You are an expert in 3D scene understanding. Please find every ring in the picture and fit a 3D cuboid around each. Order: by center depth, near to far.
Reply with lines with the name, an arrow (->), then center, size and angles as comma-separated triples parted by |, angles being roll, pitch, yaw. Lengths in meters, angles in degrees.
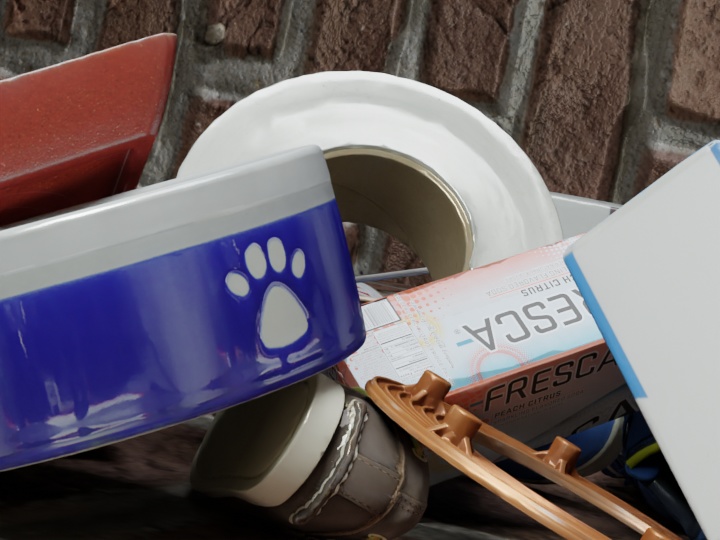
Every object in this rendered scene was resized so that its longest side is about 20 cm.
ring -> 0.091, 0.088, 0.709 | 0.200, 0.019, 0.200 | 31, 2, -1

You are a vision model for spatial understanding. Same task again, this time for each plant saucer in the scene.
plant saucer -> -0.181, -0.016, 0.826 | 0.200, 0.037, 0.200 | -21, -16, -26

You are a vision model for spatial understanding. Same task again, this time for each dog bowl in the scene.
dog bowl -> -0.101, 0.014, 0.708 | 0.199, 0.079, 0.200 | -15, 5, 1

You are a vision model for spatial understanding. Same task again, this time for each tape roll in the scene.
tape roll -> 0.000, 0.000, 0.940 | 0.202, 0.203, 0.071 | 11, -32, -4

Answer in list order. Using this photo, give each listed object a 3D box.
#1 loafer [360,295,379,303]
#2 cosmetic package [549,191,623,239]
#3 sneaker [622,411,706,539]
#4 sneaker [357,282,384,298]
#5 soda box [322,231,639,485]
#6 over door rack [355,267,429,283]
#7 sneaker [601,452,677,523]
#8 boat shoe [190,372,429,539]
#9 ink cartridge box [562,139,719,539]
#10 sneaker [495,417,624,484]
loafer -> 0.002, 0.046, 1.233 | 0.199, 0.072, 0.063 | 6, -43, 26
cosmetic package -> 0.182, 0.037, 1.318 | 0.199, 0.165, 0.165 | 10, 3, 1
sneaker -> 0.158, 0.066, 0.912 | 0.078, 0.066, 0.200 | 12, 32, -24
sneaker -> -0.031, 0.040, 1.379 | 0.112, 0.071, 0.200 | 13, 3, -34
soda box -> 0.079, 0.036, 0.847 | 0.199, 0.069, 0.064 | -17, 51, -19
over door rack -> -0.039, 0.020, 1.095 | 0.200, 0.067, 0.148 | 8, -32, -46
sneaker -> 0.172, 0.103, 1.048 | 0.088, 0.075, 0.200 | -34, 4, 21
boat shoe -> -0.022, 0.073, 0.755 | 0.059, 0.072, 0.200 | 31, -8, -11
ink cartridge box -> 0.190, 0.052, 0.765 | 0.200, 0.084, 0.145 | 25, 33, -49
sneaker -> 0.041, 0.067, 1.000 | 0.200, 0.077, 0.111 | 10, -3, 44
